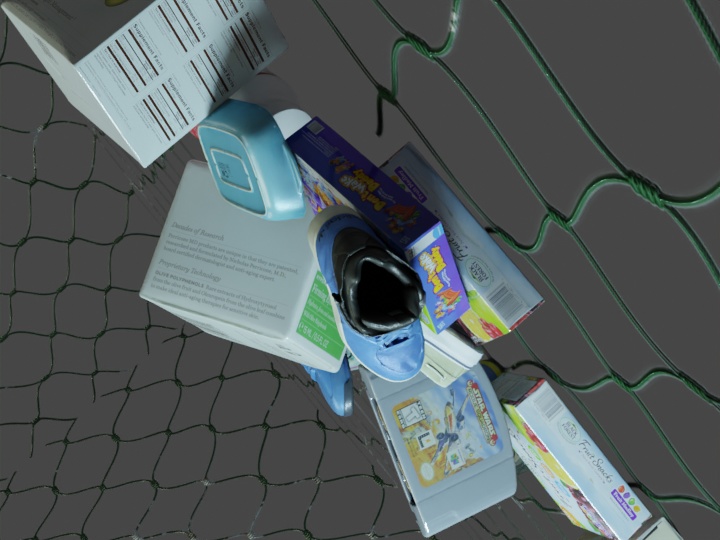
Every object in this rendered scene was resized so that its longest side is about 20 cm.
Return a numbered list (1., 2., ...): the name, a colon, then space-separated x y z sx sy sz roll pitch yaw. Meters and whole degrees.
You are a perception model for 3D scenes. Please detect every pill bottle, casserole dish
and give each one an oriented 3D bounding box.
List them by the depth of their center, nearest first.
1. casserole dish: -0.116 -0.109 1.281 0.200 0.039 0.122 25 136 62
2. pill bottle: -0.140 -0.185 1.438 0.200 0.112 0.113 40 166 41

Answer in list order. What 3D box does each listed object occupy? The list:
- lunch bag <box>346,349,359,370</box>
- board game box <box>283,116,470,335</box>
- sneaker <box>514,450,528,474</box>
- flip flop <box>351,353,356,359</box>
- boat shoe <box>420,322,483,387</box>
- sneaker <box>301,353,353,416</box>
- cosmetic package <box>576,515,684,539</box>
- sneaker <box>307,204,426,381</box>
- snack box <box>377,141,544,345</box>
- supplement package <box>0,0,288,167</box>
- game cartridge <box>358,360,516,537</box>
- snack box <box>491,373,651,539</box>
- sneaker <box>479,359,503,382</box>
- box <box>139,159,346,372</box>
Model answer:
1. lunch bag: -0.006 0.045 1.676 0.200 0.076 0.162 125 132 -77
2. board game box: 0.015 -0.044 1.208 0.200 0.045 0.135 43 165 39
3. sneaker: 0.195 0.222 1.640 0.076 0.114 0.200 50 143 18
4. flip flop: 0.000 0.000 1.392 0.081 0.057 0.202 -139 50 -63
5. boat shoe: 0.041 0.059 1.291 0.199 0.062 0.072 33 -168 -25
6. sneaker: -0.064 0.097 1.581 0.066 0.078 0.201 104 150 -58
7. cosmetic package: 0.311 0.345 1.488 0.071 0.105 0.200 50 168 3
8. sneaker: 0.021 0.043 1.137 0.111 0.076 0.201 51 166 57
9. snack box: 0.084 -0.022 1.254 0.200 0.053 0.142 50 167 2
10. supplement package: -0.222 -0.253 1.302 0.191 0.200 0.148 38 164 43
11. game cartridge: 0.091 0.170 1.372 0.042 0.132 0.202 174 74 -77
12. snack box: 0.228 0.211 1.443 0.200 0.053 0.142 52 170 -6
13. sneaker: 0.126 0.207 1.566 0.066 0.078 0.202 26 123 33
14. box: -0.111 -0.001 1.474 0.198 0.173 0.199 15 170 20
